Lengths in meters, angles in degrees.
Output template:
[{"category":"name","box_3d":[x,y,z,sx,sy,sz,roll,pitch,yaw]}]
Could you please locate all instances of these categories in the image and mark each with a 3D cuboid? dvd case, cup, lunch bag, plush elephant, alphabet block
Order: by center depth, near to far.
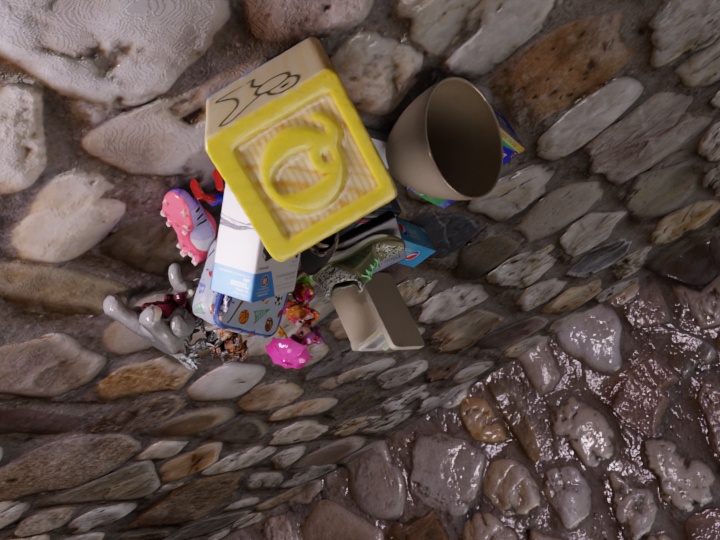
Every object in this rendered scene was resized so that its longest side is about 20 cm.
[{"category":"alphabet block","box_3d":[-0.085,-0.167,1.221,0.194,0.201,0.198,-30,116,6]},{"category":"cup","box_3d":[0.125,-0.205,1.527,0.198,0.204,0.142,-4,174,-44]},{"category":"lunch bag","box_3d":[-0.200,0.027,1.580,0.199,0.075,0.163,25,84,-59]},{"category":"plush elephant","box_3d":[-0.328,0.066,1.642,0.163,0.156,0.200,5,149,49]},{"category":"dvd case","box_3d":[0.016,-0.038,1.791,0.141,0.018,0.200,-26,156,-1]}]

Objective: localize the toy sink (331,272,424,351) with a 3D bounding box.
[{"category":"toy sink","box_3d":[0.036,0.116,2.076,0.112,0.202,0.129,-40,155,30]}]

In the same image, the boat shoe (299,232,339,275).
[{"category":"boat shoe","box_3d":[-0.073,-0.066,1.607,0.074,0.074,0.202,-62,175,-52]}]

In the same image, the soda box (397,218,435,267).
[{"category":"soda box","box_3d":[0.080,-0.063,1.916,0.067,0.065,0.199,-35,156,21]}]

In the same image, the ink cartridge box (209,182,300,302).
[{"category":"ink cartridge box","box_3d":[-0.155,-0.065,1.442,0.144,0.083,0.203,-16,119,-64]}]

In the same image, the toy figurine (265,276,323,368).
[{"category":"toy figurine","box_3d":[-0.143,0.111,1.882,0.197,0.186,0.151,-17,156,-24]}]

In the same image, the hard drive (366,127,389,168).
[{"category":"hard drive","box_3d":[-0.022,-0.172,1.611,0.199,0.027,0.131,-40,154,29]}]

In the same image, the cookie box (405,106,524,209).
[{"category":"cookie box","box_3d":[0.184,-0.216,1.685,0.199,0.076,0.170,-36,156,19]}]

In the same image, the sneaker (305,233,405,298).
[{"category":"sneaker","box_3d":[0.000,0.000,1.719,0.197,0.090,0.077,-21,155,-8]}]

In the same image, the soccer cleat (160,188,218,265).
[{"category":"soccer cleat","box_3d":[-0.274,-0.084,1.488,0.077,0.066,0.201,-51,161,-23]}]

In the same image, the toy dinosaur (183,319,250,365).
[{"category":"toy dinosaur","box_3d":[-0.298,0.121,1.843,0.134,0.103,0.202,-19,116,6]}]

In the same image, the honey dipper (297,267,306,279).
[{"category":"honey dipper","box_3d":[-0.125,0.013,1.773,0.038,0.038,0.200,-39,-178,27]}]

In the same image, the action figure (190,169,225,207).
[{"category":"action figure","box_3d":[-0.207,-0.121,1.485,0.065,0.052,0.200,-26,163,11]}]

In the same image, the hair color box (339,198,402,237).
[{"category":"hair color box","box_3d":[-0.021,-0.079,1.771,0.098,0.061,0.200,-2,148,-45]}]
